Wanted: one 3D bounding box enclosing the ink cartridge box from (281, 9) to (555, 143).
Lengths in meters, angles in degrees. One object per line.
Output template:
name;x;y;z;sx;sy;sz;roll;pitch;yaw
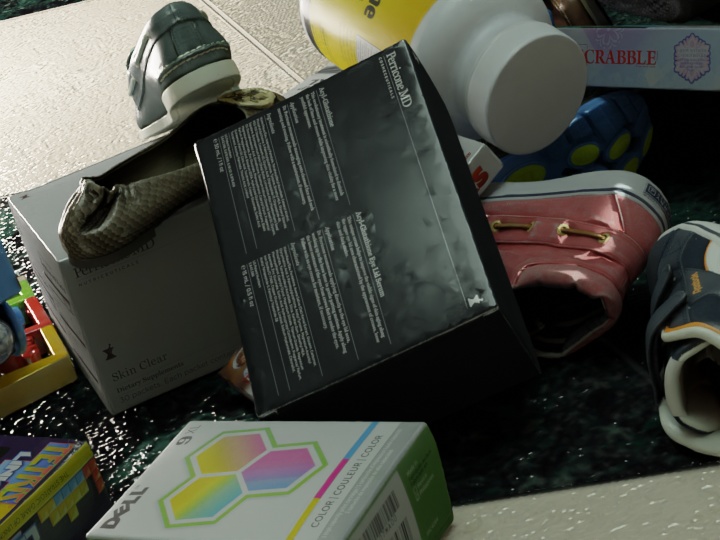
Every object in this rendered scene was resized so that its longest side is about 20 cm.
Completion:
ink cartridge box;0.039;-0.115;1.343;0.144;0.084;0.200;7;33;40

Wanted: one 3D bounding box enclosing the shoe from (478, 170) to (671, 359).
shoe;0.083;0.001;1.076;0.199;0.072;0.091;-10;37;44

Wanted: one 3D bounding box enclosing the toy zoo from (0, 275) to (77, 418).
toy zoo;-0.266;0.066;1.234;0.130;0.021;0.200;-23;25;-13

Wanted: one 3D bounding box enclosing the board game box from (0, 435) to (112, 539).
board game box;-0.253;0.162;0.973;0.164;0.057;0.200;1;29;32

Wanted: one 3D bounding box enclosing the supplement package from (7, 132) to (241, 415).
supplement package;-0.107;-0.018;1.197;0.199;0.112;0.156;-24;24;-14

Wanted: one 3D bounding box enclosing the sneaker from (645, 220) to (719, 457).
sneaker;0.176;0.034;0.932;0.079;0.079;0.200;-16;24;-11

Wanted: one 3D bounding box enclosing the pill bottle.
pill bottle;0.055;-0.153;1.197;0.111;0.113;0.200;-27;41;-23

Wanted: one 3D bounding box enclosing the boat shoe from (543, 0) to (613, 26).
boat shoe;0.154;-0.190;1.436;0.068;0.072;0.200;-31;3;5

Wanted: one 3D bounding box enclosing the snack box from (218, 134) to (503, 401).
snack box;0.000;0.000;1.092;0.200;0.024;0.072;-51;32;-9

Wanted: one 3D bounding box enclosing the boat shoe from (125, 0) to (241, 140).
boat shoe;-0.121;-0.132;1.218;0.072;0.062;0.200;-27;1;-11

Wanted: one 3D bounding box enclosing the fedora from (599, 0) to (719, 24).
fedora;0.205;-0.239;1.307;0.091;0.202;0.200;-38;30;-22

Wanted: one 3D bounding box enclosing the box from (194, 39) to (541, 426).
box;0.001;-0.010;1.018;0.140;0.079;0.201;-26;51;13

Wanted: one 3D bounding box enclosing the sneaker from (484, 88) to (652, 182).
sneaker;0.108;-0.070;1.215;0.199;0.071;0.083;-28;32;-17

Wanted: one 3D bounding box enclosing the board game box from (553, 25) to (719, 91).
board game box;0.222;-0.146;1.252;0.199;0.042;0.199;8;11;44

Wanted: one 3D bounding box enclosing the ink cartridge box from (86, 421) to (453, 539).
ink cartridge box;-0.065;0.126;0.916;0.199;0.060;0.104;-2;28;31

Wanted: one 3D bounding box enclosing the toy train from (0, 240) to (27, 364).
toy train;-0.292;0.008;1.207;0.086;0.115;0.199;-31;27;-29

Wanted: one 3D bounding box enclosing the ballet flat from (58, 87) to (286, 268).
ballet flat;-0.111;-0.068;1.113;0.067;0.047;0.200;8;35;39
